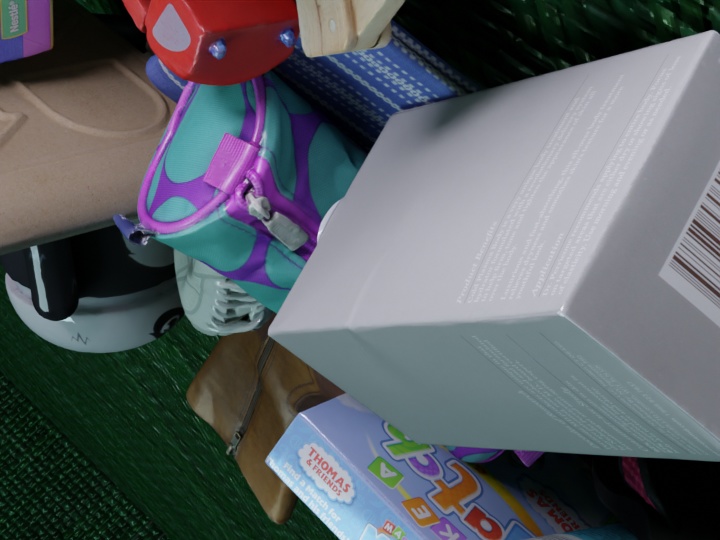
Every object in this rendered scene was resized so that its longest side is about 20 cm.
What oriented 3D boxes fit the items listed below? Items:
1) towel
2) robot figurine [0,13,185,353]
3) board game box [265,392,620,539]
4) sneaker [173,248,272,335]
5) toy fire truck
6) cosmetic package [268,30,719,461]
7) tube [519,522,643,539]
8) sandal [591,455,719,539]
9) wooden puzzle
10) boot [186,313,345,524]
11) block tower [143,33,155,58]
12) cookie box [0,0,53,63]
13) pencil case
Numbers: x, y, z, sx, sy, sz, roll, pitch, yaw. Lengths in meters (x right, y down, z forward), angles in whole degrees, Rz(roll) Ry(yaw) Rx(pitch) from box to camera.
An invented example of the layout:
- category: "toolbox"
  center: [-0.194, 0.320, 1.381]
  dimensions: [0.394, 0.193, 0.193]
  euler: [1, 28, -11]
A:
- category: "towel"
  center: [0.002, -0.062, 0.773]
  dimensions: [0.144, 0.024, 0.199]
  euler: [34, 163, -22]
- category: "robot figurine"
  center: [-0.155, -0.049, 1.108]
  dimensions: [0.124, 0.149, 0.202]
  euler: [31, 131, 46]
- category: "board game box"
  center: [0.067, 0.105, 0.856]
  dimensions: [0.151, 0.037, 0.199]
  euler: [44, -152, 16]
- category: "sneaker"
  center: [-0.058, -0.006, 0.941]
  dimensions: [0.200, 0.074, 0.082]
  euler: [-172, 86, -78]
- category: "toy fire truck"
  center: [-0.016, -0.121, 0.614]
  dimensions: [0.142, 0.048, 0.201]
  euler: [58, 144, 29]
- category: "cosmetic package"
  center: [0.062, -0.002, 0.625]
  dimensions: [0.090, 0.107, 0.200]
  euler: [36, 163, -19]
- category: "tube"
  center: [0.120, 0.125, 0.768]
  dimensions: [0.077, 0.198, 0.051]
  euler: [38, 122, 43]
- category: "sandal"
  center: [0.136, 0.085, 0.734]
  dimensions: [0.200, 0.074, 0.046]
  euler: [-96, 1, -76]
- category: "wooden puzzle"
  center: [-0.176, -0.076, 0.857]
  dimensions: [0.200, 0.184, 0.047]
  euler: [43, 130, 28]
- category: "boot"
  center: [-0.027, 0.084, 1.058]
  dimensions: [0.189, 0.068, 0.201]
  euler: [48, 137, 21]
- category: "block tower"
  center: [-0.060, -0.117, 0.859]
  dimensions: [0.054, 0.058, 0.200]
  euler: [47, 164, 1]
- category: "cookie box"
  center: [-0.205, -0.212, 0.817]
  dimensions: [0.201, 0.075, 0.172]
  euler: [56, 152, 33]
- category: "pencil case"
  center: [0.000, 0.000, 0.768]
  dimensions: [0.199, 0.085, 0.093]
  euler: [36, -169, -30]
